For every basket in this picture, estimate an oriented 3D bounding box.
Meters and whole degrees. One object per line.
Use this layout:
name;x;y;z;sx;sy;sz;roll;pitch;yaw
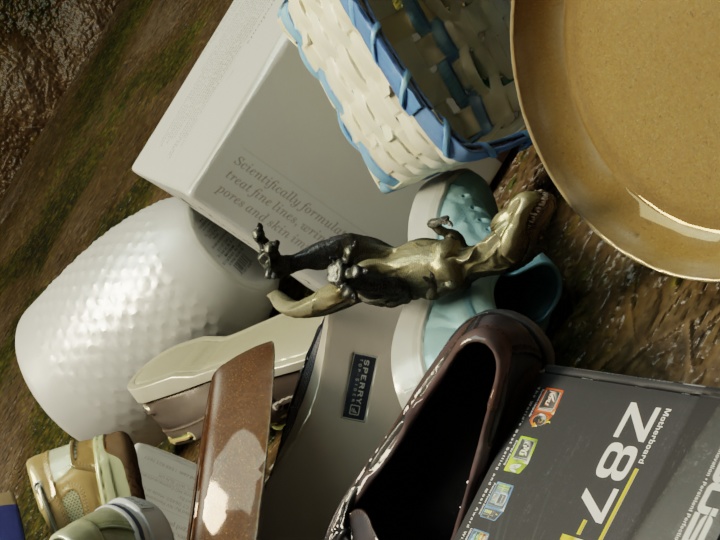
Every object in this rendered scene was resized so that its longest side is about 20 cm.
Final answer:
basket;0.055;-0.144;0.775;0.138;0.177;0.200;-30;1;-32

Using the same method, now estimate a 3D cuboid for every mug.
mug;-0.139;0.024;1.133;0.175;0.148;0.200;-42;-6;26

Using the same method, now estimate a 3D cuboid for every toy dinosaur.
toy dinosaur;0.000;0.000;0.726;0.199;0.088;0.048;-13;75;40

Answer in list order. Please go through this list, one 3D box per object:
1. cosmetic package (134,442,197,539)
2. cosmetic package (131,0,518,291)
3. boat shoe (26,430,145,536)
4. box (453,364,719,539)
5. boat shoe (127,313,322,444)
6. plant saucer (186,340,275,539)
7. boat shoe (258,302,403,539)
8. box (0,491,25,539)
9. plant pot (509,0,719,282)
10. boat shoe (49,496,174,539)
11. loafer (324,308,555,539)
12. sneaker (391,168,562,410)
cosmetic package;-0.153;0.220;0.924;0.102;0.073;0.201;125;166;-59
cosmetic package;-0.027;-0.084;0.975;0.166;0.164;0.200;-58;19;-3
boat shoe;-0.147;0.197;0.837;0.072;0.075;0.202;113;145;-77
box;0.083;0.138;0.570;0.201;0.049;0.161;-60;23;-11
boat shoe;-0.069;0.074;0.981;0.199;0.060;0.072;-16;23;37
plant saucer;-0.078;0.138;0.830;0.200;0.034;0.203;-172;90;-83
boat shoe;-0.007;0.094;0.830;0.093;0.074;0.202;95;-167;-76
box;-0.174;0.220;0.749;0.200;0.032;0.122;-122;31;-58
plant pot;0.147;-0.096;0.636;0.027;0.202;0.200;-18;-8;-39
boat shoe;-0.122;0.219;0.754;0.072;0.062;0.202;-9;90;44
loafer;0.021;0.108;0.672;0.201;0.071;0.063;-64;-18;7
sneaker;0.071;0.008;0.781;0.081;0.074;0.201;-18;35;21
